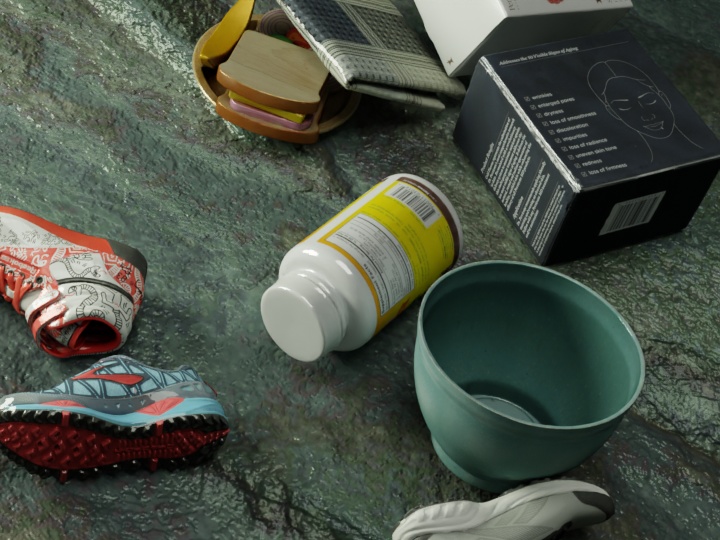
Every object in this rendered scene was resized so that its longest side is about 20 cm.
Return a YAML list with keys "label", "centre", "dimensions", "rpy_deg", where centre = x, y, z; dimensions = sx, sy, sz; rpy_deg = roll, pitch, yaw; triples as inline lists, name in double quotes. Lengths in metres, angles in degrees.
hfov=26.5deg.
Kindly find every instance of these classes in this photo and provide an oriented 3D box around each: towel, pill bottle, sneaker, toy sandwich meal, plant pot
- label: "towel"
  centre: [0.002, -0.248, 1.650]
  dimensions: [0.199, 0.035, 0.193]
  rpy_deg: [1, 43, -47]
- label: "pill bottle"
  centre: [0.000, 0.000, 1.413]
  dimensions: [0.109, 0.110, 0.200]
  rpy_deg: [38, 49, 17]
- label: "sneaker"
  centre: [0.126, 0.227, 1.287]
  dimensions: [0.198, 0.074, 0.080]
  rpy_deg: [-11, 64, -19]
- label: "sneaker"
  centre: [-0.214, 0.117, 1.277]
  dimensions: [0.198, 0.080, 0.096]
  rpy_deg: [3, 39, -26]
- label: "toy sandwich meal"
  centre: [-0.086, -0.216, 1.603]
  dimensions: [0.203, 0.071, 0.207]
  rpy_deg: [9, 48, -10]
- label: "plant pot"
  centre: [0.133, 0.108, 1.337]
  dimensions: [0.198, 0.135, 0.201]
  rpy_deg: [9, 41, -8]
- label: "sneaker"
  centre: [-0.290, 0.011, 1.340]
  dimensions: [0.199, 0.068, 0.109]
  rpy_deg: [14, 44, -9]

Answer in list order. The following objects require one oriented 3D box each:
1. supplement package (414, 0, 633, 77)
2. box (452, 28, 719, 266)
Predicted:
- label: "supplement package"
  centre: [0.177, -0.302, 1.690]
  dimensions: [0.198, 0.120, 0.122]
  rpy_deg: [-12, 71, -37]
- label: "box"
  centre: [0.235, -0.132, 1.594]
  dimensions: [0.198, 0.125, 0.198]
  rpy_deg: [-14, 56, -27]
